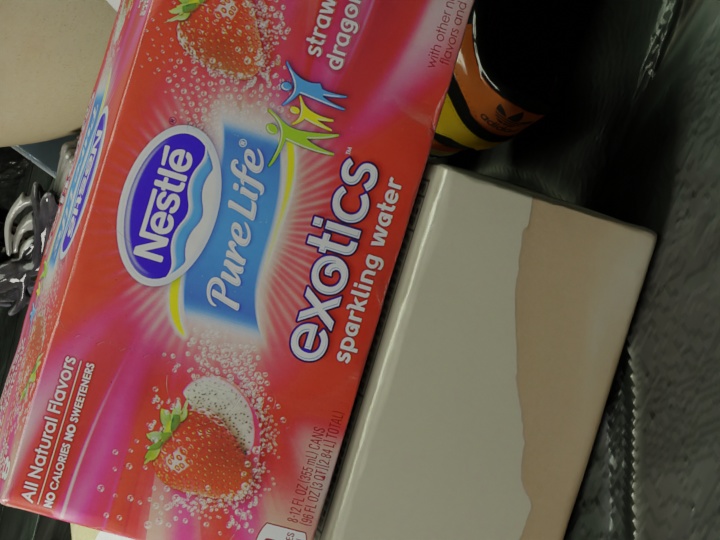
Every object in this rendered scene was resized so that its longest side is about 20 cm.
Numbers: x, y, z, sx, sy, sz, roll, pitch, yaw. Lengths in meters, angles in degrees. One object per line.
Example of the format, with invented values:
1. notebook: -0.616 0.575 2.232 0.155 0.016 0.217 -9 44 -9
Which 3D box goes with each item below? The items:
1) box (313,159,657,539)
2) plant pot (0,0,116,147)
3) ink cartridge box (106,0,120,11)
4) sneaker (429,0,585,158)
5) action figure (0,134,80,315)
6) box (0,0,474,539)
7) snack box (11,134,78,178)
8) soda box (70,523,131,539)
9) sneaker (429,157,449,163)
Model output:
1. box: 0.020 0.067 0.612 0.095 0.077 0.202 -146 73 -74
2. plant pot: -0.135 -0.156 0.913 0.200 0.133 0.202 -176 90 -73
3. ink cartridge box: -0.013 -0.178 0.663 0.200 0.068 0.116 -42 2 35
4. sneaker: 0.067 -0.142 0.704 0.090 0.070 0.202 1 76 59
5. action figure: -0.144 -0.023 0.942 0.119 0.198 0.103 -122 45 -72
6. box: -0.045 -0.015 0.590 0.095 0.099 0.202 -160 87 -76
7. snack box: -0.135 -0.128 1.039 0.169 0.199 0.068 -56 7 -3
8. soda box: -0.092 0.106 0.852 0.067 0.064 0.202 -21 67 27
9. sneaker: 0.000 0.000 0.800 0.201 0.075 0.088 -66 33 36
